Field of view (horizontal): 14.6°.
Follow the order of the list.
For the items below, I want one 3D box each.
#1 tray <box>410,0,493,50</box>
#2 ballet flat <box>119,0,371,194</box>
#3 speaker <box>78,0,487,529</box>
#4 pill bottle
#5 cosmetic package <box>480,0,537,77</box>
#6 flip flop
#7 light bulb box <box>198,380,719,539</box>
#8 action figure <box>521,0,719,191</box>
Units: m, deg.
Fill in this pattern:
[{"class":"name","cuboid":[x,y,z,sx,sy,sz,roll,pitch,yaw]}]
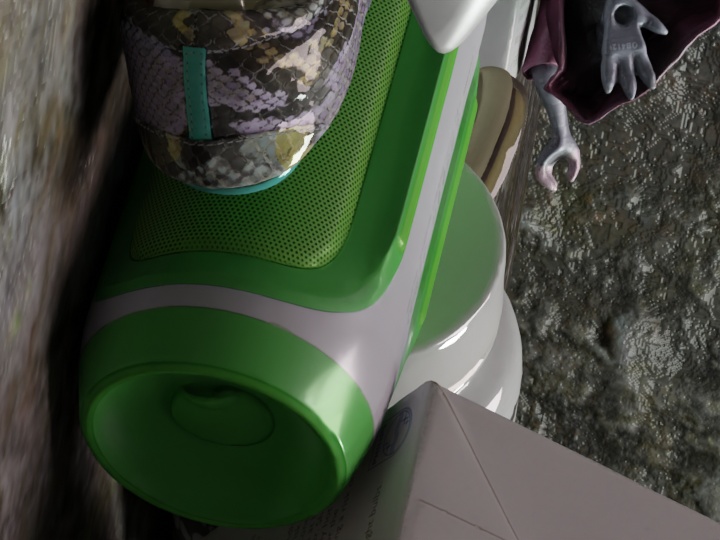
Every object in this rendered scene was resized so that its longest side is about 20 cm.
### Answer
[{"class":"tray","cuboid":[0.023,-0.158,0.695,0.107,0.022,0.200,-50,135,-23]},{"class":"ballet flat","cuboid":[-0.018,-0.109,0.753,0.072,0.072,0.200,94,7,-47]},{"class":"speaker","cuboid":[-0.018,-0.029,0.791,0.089,0.088,0.200,93,9,-51]},{"class":"pill bottle","cuboid":[-0.007,0.050,0.911,0.200,0.113,0.113,93,10,-52]},{"class":"cosmetic package","cuboid":[0.053,-0.190,1.252,0.102,0.074,0.200,-62,163,-68]},{"class":"flip flop","cuboid":[0.000,0.000,1.108,0.200,0.058,0.081,-61,-163,-9]},{"class":"light bulb box","cuboid":[0.040,0.154,0.821,0.200,0.198,0.125,-39,-150,52]},{"class":"action figure","cuboid":[0.105,-0.125,1.233,0.149,0.134,0.200,58,3,-5]}]
